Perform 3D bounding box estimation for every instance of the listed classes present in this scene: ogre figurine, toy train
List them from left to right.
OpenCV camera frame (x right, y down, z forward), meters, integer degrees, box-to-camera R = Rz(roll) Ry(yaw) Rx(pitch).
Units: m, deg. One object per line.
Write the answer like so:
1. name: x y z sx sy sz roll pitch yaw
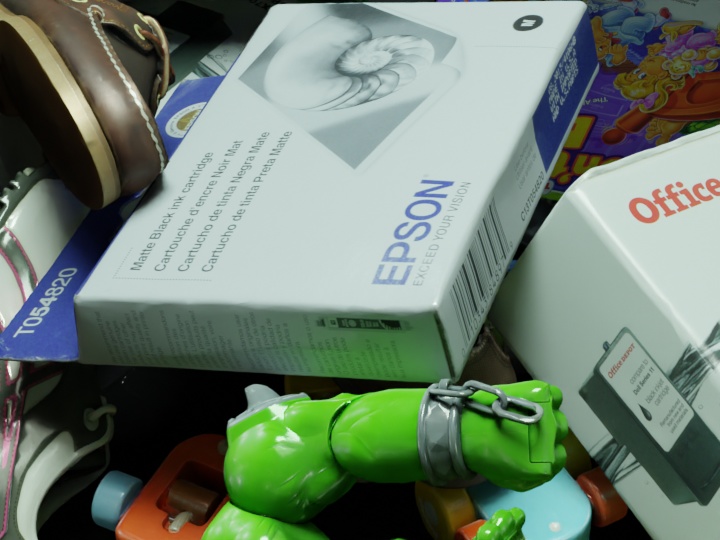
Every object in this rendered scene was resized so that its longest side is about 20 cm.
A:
1. ogre figurine: -0.009 0.126 0.692 0.119 0.202 0.098 17 21 26
2. toy train: 0.003 0.103 0.807 0.198 0.056 0.151 15 47 16

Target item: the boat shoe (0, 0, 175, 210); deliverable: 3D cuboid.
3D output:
1. boat shoe: -0.112 -0.086 0.826 0.070 0.071 0.200 -21 30 -15

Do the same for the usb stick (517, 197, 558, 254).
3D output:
1. usb stick: 0.072 -0.036 0.973 0.199 0.033 0.055 30 41 22

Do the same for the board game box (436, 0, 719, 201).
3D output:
1. board game box: 0.127 -0.088 0.903 0.198 0.135 0.045 10 47 -20

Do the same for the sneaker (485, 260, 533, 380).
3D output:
1. sneaker: 0.052 0.032 0.886 0.198 0.071 0.083 13 55 15

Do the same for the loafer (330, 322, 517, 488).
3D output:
1. loafer: 0.000 0.000 0.821 0.073 0.071 0.200 -29 51 -26

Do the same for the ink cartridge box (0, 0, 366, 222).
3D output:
1. ink cartridge box: -0.110 -0.094 0.993 0.146 0.084 0.200 24 46 25

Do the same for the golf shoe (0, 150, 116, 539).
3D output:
1. golf shoe: -0.134 0.045 0.833 0.087 0.077 0.201 16 66 5

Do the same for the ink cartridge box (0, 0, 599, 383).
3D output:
1. ink cartridge box: -0.027 -0.037 0.788 0.198 0.041 0.200 0 39 24

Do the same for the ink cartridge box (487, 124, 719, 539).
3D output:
1. ink cartridge box: 0.165 0.048 0.783 0.146 0.083 0.201 -18 64 -41

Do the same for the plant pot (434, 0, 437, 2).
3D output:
1. plant pot: 0.108 -0.145 1.004 0.198 0.176 0.201 2 40 -1
